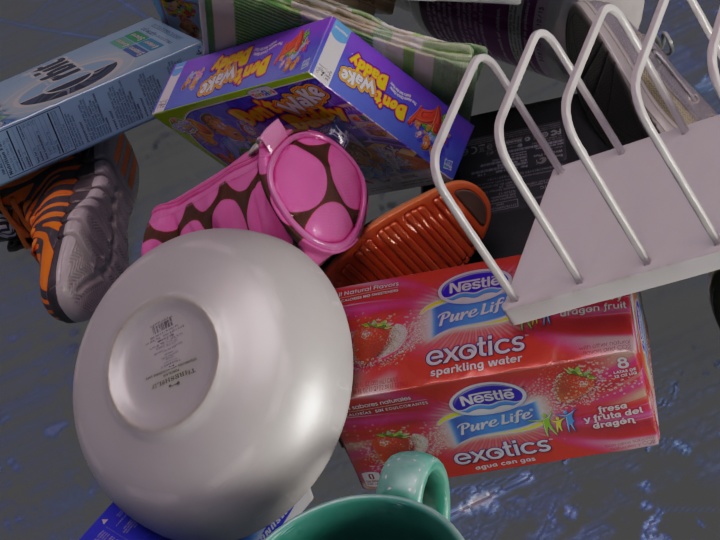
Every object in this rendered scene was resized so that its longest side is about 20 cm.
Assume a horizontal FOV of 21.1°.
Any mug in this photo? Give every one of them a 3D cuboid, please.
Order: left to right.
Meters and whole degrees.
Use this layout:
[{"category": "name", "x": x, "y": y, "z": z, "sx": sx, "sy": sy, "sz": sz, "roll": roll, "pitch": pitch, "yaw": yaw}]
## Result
[{"category": "mug", "x": 0.019, "y": 0.212, "z": 1.096, "sx": 0.185, "sy": 0.115, "sz": 0.152, "roll": -39, "pitch": 47, "yaw": -16}]

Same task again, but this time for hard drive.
[{"category": "hard drive", "x": 0.111, "y": -0.034, "z": 1.343, "sx": 0.138, "sy": 0.033, "sz": 0.201, "roll": -11, "pitch": 46, "yaw": 12}]

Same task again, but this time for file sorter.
[{"category": "file sorter", "x": 0.158, "y": -0.080, "z": 1.131, "sx": 0.199, "sy": 0.125, "sz": 0.139, "roll": -17, "pitch": 32, "yaw": 35}]

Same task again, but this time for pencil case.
[{"category": "pencil case", "x": -0.078, "y": -0.033, "z": 1.310, "sx": 0.200, "sy": 0.094, "sz": 0.091, "roll": -28, "pitch": 26, "yaw": 51}]

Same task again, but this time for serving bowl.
[{"category": "serving bowl", "x": -0.105, "y": 0.064, "z": 1.195, "sx": 0.199, "sy": 0.066, "sz": 0.202, "roll": -10, "pitch": 69, "yaw": 28}]

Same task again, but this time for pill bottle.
[{"category": "pill bottle", "x": 0.106, "y": -0.218, "z": 1.457, "sx": 0.199, "sy": 0.113, "sz": 0.112, "roll": 23, "pitch": 60, "yaw": 35}]

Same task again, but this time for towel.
[{"category": "towel", "x": -0.016, "y": -0.146, "z": 1.317, "sx": 0.198, "sy": 0.153, "sz": 0.024, "roll": 18, "pitch": 71, "yaw": 4}]

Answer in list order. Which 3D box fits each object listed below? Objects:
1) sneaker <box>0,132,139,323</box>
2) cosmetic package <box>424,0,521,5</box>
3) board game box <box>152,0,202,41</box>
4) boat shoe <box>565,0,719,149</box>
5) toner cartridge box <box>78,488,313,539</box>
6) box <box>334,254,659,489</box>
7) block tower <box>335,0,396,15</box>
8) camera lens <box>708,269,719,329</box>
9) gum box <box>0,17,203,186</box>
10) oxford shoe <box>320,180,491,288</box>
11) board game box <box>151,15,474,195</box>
[{"category": "sneaker", "x": -0.235, "y": -0.025, "z": 1.450, "sx": 0.111, "sy": 0.078, "sz": 0.201, "roll": -13, "pitch": 35, "yaw": 15}, {"category": "cosmetic package", "x": 0.026, "y": -0.261, "z": 1.307, "sx": 0.149, "sy": 0.052, "sz": 0.201, "roll": -1, "pitch": 45, "yaw": -6}, {"category": "board game box", "x": -0.113, "y": -0.268, "z": 1.525, "sx": 0.104, "sy": 0.201, "sz": 0.103, "roll": 10, "pitch": 53, "yaw": 29}, {"category": "boat shoe", "x": 0.210, "y": -0.107, "z": 1.323, "sx": 0.064, "sy": 0.075, "sz": 0.203, "roll": -24, "pitch": 64, "yaw": -22}, {"category": "toner cartridge box", "x": -0.129, "y": 0.187, "z": 1.226, "sx": 0.095, "sy": 0.043, "sz": 0.200, "roll": 25, "pitch": 62, "yaw": 35}, {"category": "box", "x": 0.083, "y": 0.060, "z": 1.223, "sx": 0.198, "sy": 0.096, "sz": 0.100, "roll": -10, "pitch": 45, "yaw": 13}, {"category": "block tower", "x": -0.014, "y": -0.190, "z": 1.444, "sx": 0.054, "sy": 0.058, "sz": 0.202, "roll": 13, "pitch": 88, "yaw": 50}, {"category": "camera lens", "x": 0.316, "y": -0.017, "z": 1.158, "sx": 0.159, "sy": 0.161, "sz": 0.200, "roll": 21, "pitch": 59, "yaw": 35}, {"category": "gum box", "x": -0.225, "y": -0.130, "z": 1.494, "sx": 0.199, "sy": 0.045, "sz": 0.170, "roll": -25, "pitch": 20, "yaw": -13}, {"category": "oxford shoe", "x": 0.000, "y": 0.000, "z": 1.307, "sx": 0.199, "sy": 0.071, "sz": 0.073, "roll": -37, "pitch": 24, "yaw": 8}, {"category": "board game box", "x": -0.036, "y": -0.104, "z": 1.336, "sx": 0.199, "sy": 0.134, "sz": 0.045, "roll": -7, "pitch": 54, "yaw": 54}]
